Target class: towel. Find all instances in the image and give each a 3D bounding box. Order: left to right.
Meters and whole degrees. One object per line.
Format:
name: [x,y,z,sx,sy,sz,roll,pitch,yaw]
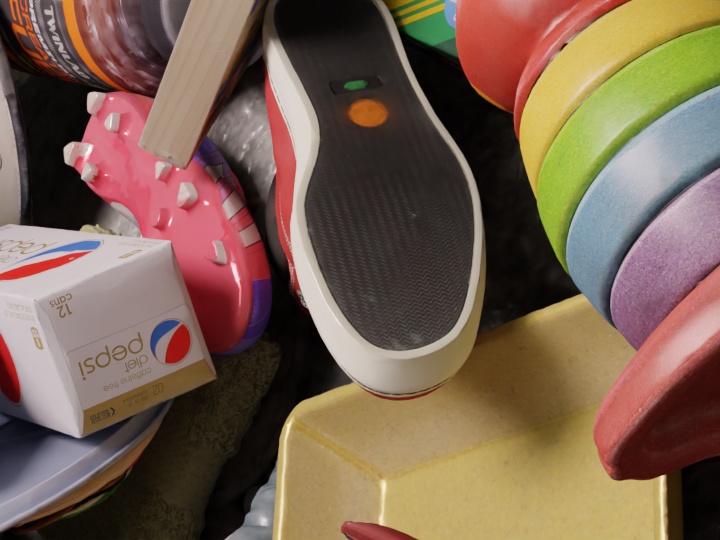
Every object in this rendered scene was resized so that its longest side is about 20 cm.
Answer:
towel: [-0.116,0.065,0.992,0.200,0.036,0.149,26,90,54]

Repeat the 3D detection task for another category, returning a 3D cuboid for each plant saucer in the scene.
plant saucer: [0.047,0.124,0.752,0.200,0.048,0.201,-23,54,41]

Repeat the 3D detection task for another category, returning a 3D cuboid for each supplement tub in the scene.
supplement tub: [-0.122,-0.145,1.057,0.200,0.107,0.107,15,82,53]

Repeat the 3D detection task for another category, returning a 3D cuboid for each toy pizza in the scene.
toy pizza: [-0.170,0.094,0.904,0.200,0.032,0.200,-20,15,6]

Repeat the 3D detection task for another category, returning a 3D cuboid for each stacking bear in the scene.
stacking bear: [0.097,-0.045,0.681,0.114,0.121,0.200,-55,50,34]

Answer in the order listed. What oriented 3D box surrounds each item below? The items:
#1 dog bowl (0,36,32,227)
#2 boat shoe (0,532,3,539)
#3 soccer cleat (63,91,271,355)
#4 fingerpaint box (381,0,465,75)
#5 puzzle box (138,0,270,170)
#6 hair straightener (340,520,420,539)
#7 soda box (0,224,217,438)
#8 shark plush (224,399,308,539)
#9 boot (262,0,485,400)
dog bowl: [-0.247,-0.079,1.115,0.200,0.074,0.201,39,137,50]
boat shoe: [-0.224,0.153,0.976,0.200,0.070,0.066,-34,-45,-80]
soccer cleat: [-0.074,-0.024,0.955,0.200,0.076,0.067,48,118,51]
fingerpaint box: [0.080,-0.176,0.858,0.167,0.073,0.200,34,97,53]
puzzle box: [-0.030,-0.152,0.896,0.200,0.025,0.133,-63,1,-36]
hair straightener: [0.050,0.144,0.675,0.200,0.041,0.077,16,83,48]
soda box: [-0.142,0.023,0.920,0.200,0.068,0.064,5,116,61]
shark plush: [-0.029,0.154,0.843,0.083,0.091,0.200,-2,50,23]
boot: [0.000,0.000,0.834,0.145,0.072,0.200,95,165,-47]
